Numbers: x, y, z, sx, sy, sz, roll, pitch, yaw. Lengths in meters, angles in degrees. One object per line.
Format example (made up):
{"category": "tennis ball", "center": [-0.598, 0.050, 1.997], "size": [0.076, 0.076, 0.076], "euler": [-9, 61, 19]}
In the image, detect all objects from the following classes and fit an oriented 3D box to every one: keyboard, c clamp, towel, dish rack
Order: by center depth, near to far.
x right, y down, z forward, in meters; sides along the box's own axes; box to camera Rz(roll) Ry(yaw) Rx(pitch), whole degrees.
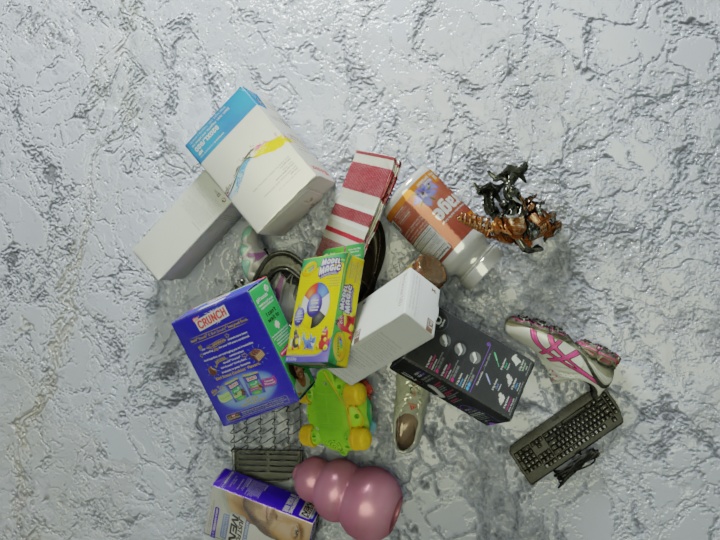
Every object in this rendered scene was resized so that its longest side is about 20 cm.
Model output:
{"category": "keyboard", "center": [0.356, 0.291, 1.255], "size": [0.199, 0.040, 0.105], "euler": [-38, 84, 11]}
{"category": "towel", "center": [-0.005, -0.103, 1.270], "size": [0.022, 0.143, 0.204], "euler": [21, 92, -33]}
{"category": "c clamp", "center": [-0.130, 0.061, 1.284], "size": [0.198, 0.027, 0.173], "euler": [33, 98, 3]}
{"category": "dish rack", "center": [-0.175, 0.285, 1.349], "size": [0.150, 0.055, 0.205], "euler": [-1, 92, 12]}

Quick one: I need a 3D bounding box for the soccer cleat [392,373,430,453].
{"category": "soccer cleat", "center": [0.089, 0.215, 1.283], "size": [0.068, 0.078, 0.205], "euler": [5, 93, 10]}

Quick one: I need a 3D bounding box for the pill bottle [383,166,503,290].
{"category": "pill bottle", "center": [0.141, -0.067, 1.246], "size": [0.200, 0.112, 0.112], "euler": [45, 99, 6]}

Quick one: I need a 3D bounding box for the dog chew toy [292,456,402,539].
{"category": "dog chew toy", "center": [-0.028, 0.386, 1.296], "size": [0.196, 0.124, 0.127], "euler": [18, 95, 18]}

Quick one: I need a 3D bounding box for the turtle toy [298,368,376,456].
{"category": "turtle toy", "center": [-0.033, 0.220, 1.292], "size": [0.143, 0.100, 0.205], "euler": [-3, 94, 34]}

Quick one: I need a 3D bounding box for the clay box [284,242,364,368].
{"category": "clay box", "center": [-0.056, 0.052, 1.193], "size": [0.114, 0.047, 0.205], "euler": [-9, 68, 48]}

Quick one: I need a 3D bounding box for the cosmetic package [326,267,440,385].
{"category": "cosmetic package", "center": [0.031, 0.092, 1.182], "size": [0.074, 0.103, 0.199], "euler": [36, 130, -21]}

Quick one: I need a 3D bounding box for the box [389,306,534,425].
{"category": "box", "center": [0.163, 0.156, 1.219], "size": [0.197, 0.122, 0.107], "euler": [29, 72, -1]}

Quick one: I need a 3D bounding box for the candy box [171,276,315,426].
{"category": "candy box", "center": [-0.195, 0.137, 1.248], "size": [0.166, 0.077, 0.203], "euler": [-21, 101, 24]}

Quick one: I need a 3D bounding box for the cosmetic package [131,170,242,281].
{"category": "cosmetic package", "center": [-0.299, -0.078, 1.331], "size": [0.200, 0.113, 0.081], "euler": [-44, 84, 7]}

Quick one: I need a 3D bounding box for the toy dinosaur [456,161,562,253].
{"category": "toy dinosaur", "center": [0.245, -0.093, 1.206], "size": [0.101, 0.198, 0.139], "euler": [-24, 71, 37]}

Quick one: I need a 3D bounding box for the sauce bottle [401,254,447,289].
{"category": "sauce bottle", "center": [0.067, 0.054, 1.250], "size": [0.066, 0.066, 0.200], "euler": [46, 129, 6]}

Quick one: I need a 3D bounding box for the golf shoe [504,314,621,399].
{"category": "golf shoe", "center": [0.326, 0.142, 1.238], "size": [0.197, 0.073, 0.094], "euler": [25, 98, 9]}

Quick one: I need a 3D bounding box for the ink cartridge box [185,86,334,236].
{"category": "ink cartridge box", "center": [-0.167, -0.181, 1.283], "size": [0.144, 0.147, 0.201], "euler": [-42, 84, 9]}

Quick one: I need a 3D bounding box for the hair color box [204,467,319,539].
{"category": "hair color box", "center": [-0.176, 0.448, 1.340], "size": [0.196, 0.065, 0.112], "euler": [16, 110, 9]}

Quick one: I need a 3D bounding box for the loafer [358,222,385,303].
{"category": "loafer", "center": [0.000, 0.000, 1.296], "size": [0.071, 0.071, 0.205], "euler": [7, 93, 10]}

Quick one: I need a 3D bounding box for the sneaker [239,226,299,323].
{"category": "sneaker", "center": [-0.131, 0.011, 1.325], "size": [0.137, 0.078, 0.204], "euler": [-12, 99, 9]}
